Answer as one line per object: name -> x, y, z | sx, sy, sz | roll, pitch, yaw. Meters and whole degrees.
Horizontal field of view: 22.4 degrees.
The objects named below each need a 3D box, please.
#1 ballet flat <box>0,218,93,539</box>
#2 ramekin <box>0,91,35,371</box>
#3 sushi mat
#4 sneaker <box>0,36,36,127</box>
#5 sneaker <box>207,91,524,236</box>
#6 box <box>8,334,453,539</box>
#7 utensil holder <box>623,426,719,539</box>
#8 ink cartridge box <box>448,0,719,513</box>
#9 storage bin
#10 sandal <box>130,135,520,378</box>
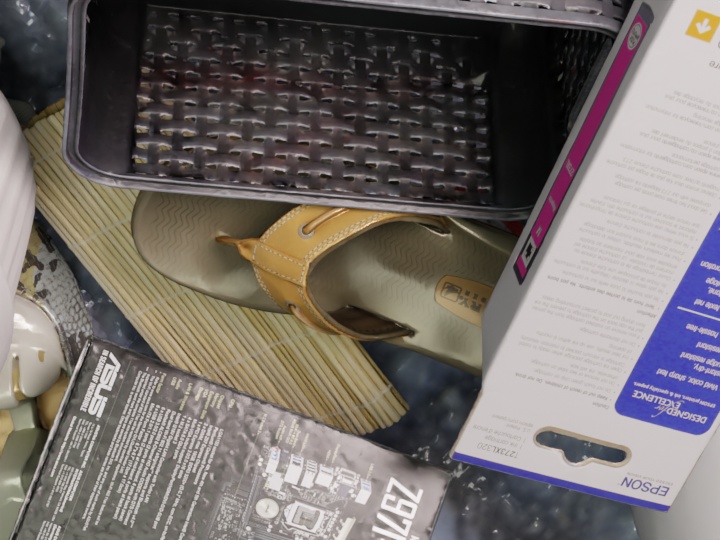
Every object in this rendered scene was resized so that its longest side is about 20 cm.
ballet flat -> -0.153, 0.071, 0.834 | 0.072, 0.072, 0.201 | -8, 96, 5
ramekin -> -0.223, -0.030, 0.730 | 0.202, 0.094, 0.203 | 10, 139, 9
sushi mat -> -0.071, 0.004, 0.808 | 0.096, 0.012, 0.200 | -26, 110, 34
sneaker -> -0.205, -0.107, 0.785 | 0.081, 0.075, 0.200 | -27, 133, -2
sneaker -> 0.007, -0.004, 0.823 | 0.200, 0.077, 0.082 | 34, 125, 1
box -> -0.073, 0.150, 0.765 | 0.164, 0.086, 0.200 | 20, 81, -3
utensil holder -> 0.180, 0.006, 0.751 | 0.170, 0.170, 0.200 | -6, 98, 5
ink cartridge box -> 0.109, -0.009, 0.643 | 0.095, 0.037, 0.200 | 16, 115, -17
storage bin -> -0.007, -0.097, 0.682 | 0.200, 0.135, 0.094 | 4, 61, -9
sandal -> 0.000, 0.000, 0.747 | 0.200, 0.054, 0.080 | 21, 111, 5
